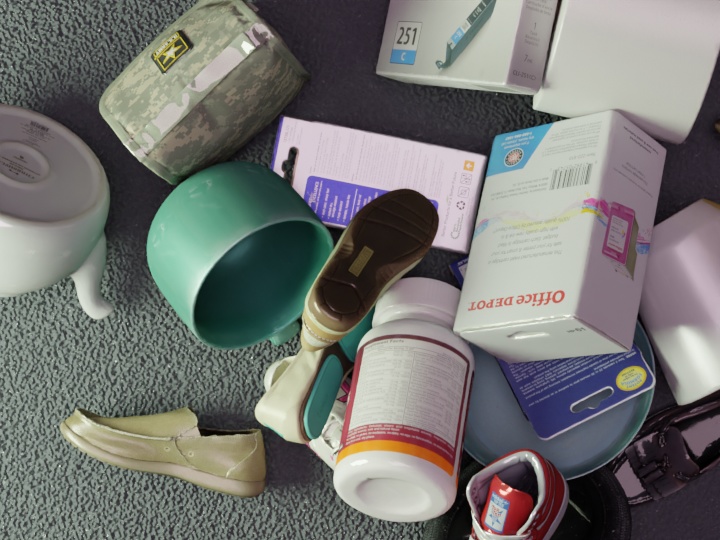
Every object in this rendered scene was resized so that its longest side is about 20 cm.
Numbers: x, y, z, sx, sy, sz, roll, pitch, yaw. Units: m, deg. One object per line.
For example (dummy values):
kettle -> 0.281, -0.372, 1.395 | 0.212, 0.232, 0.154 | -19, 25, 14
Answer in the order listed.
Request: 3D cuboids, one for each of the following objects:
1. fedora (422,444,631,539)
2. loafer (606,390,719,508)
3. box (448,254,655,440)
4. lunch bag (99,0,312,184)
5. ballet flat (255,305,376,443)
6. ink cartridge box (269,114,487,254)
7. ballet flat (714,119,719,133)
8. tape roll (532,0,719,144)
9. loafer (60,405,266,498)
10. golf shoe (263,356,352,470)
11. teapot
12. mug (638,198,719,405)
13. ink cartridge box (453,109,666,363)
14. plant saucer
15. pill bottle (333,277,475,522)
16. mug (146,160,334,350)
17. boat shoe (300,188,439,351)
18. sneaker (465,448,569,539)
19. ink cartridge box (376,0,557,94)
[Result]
fedora -> 0.156, 0.258, 1.719 | 0.200, 0.092, 0.201 | -6, 57, 9
loafer -> 0.310, 0.156, 1.740 | 0.200, 0.063, 0.072 | -33, 90, 1
box -> 0.176, 0.053, 1.715 | 0.121, 0.032, 0.200 | -26, 62, 2
lunch bag -> -0.140, -0.164, 1.677 | 0.164, 0.200, 0.118 | -42, 90, 2
ballet flat -> -0.036, 0.075, 1.718 | 0.069, 0.070, 0.200 | 33, 50, 0
ink cartridge box -> 0.014, -0.081, 1.757 | 0.199, 0.037, 0.095 | 11, 92, -2
ballet flat -> 0.426, -0.101, 1.738 | 0.199, 0.071, 0.071 | 6, 91, 1
tape roll -> 0.243, -0.226, 1.668 | 0.139, 0.203, 0.203 | 14, 91, 0
loafer -> -0.180, 0.157, 1.749 | 0.199, 0.076, 0.068 | 16, 90, -9
golf shoe -> -0.008, 0.151, 1.733 | 0.200, 0.092, 0.073 | 39, 94, 3
teapot -> -0.336, -0.048, 1.710 | 0.200, 0.197, 0.146 | 53, 132, 27
mug -> 0.323, 0.017, 1.716 | 0.149, 0.186, 0.153 | -33, 85, 30
ink cartridge box -> 0.176, -0.025, 1.656 | 0.085, 0.144, 0.201 | 31, 63, -37
plant saucer -> 0.173, 0.103, 1.727 | 0.199, 0.027, 0.201 | -5, 66, 12
pill bottle -> 0.044, 0.114, 1.671 | 0.109, 0.110, 0.201 | 10, 56, 1
mug -> -0.119, -0.010, 1.691 | 0.152, 0.185, 0.114 | -14, 48, -34
boat shoe -> 0.000, 0.000, 1.680 | 0.072, 0.076, 0.200 | 39, 47, 6
sneaker -> 0.115, 0.246, 1.604 | 0.071, 0.113, 0.200 | 18, 74, 22
ink cartridge box -> 0.102, -0.252, 1.680 | 0.045, 0.200, 0.177 | 12, 91, -35
